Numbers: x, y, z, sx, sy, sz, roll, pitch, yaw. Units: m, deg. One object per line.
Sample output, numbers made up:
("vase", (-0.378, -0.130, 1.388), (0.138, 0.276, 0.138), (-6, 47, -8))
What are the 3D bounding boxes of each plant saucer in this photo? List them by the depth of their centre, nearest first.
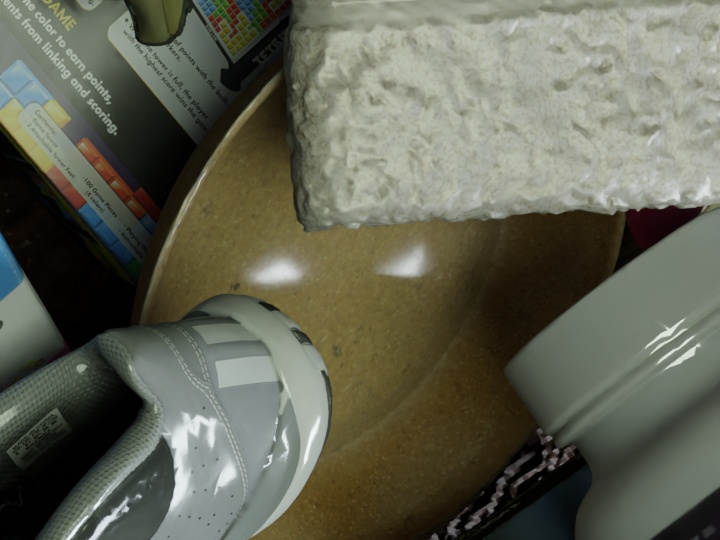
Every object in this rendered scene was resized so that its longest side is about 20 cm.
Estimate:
("plant saucer", (0.000, 0.000, 0.904), (0.200, 0.035, 0.201), (-25, 129, -34))

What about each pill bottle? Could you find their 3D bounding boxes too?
("pill bottle", (0.133, 0.085, 0.868), (0.111, 0.111, 0.200), (-35, 82, -11))

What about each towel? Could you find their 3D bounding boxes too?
("towel", (0.072, -0.081, 0.838), (0.199, 0.034, 0.133), (-5, 96, -21))

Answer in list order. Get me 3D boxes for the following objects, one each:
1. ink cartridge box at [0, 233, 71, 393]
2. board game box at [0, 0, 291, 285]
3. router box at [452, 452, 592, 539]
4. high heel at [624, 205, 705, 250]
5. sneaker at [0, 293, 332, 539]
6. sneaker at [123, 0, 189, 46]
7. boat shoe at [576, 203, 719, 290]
("ink cartridge box", (-0.152, 0.043, 0.819), (0.144, 0.085, 0.200), (-37, 152, -9))
("board game box", (-0.075, -0.125, 0.885), (0.165, 0.057, 0.200), (-43, 113, -10))
("router box", (0.102, 0.153, 0.929), (0.200, 0.062, 0.150), (56, 37, 4))
("high heel", (0.080, -0.108, 0.892), (0.096, 0.067, 0.201), (10, 104, -12))
("sneaker", (-0.095, 0.092, 0.791), (0.115, 0.075, 0.200), (1, 120, -59))
("sneaker", (-0.114, -0.140, 0.806), (0.088, 0.077, 0.200), (-30, 106, 0))
("boat shoe", (0.135, -0.075, 0.972), (0.065, 0.072, 0.200), (18, 103, -45))
